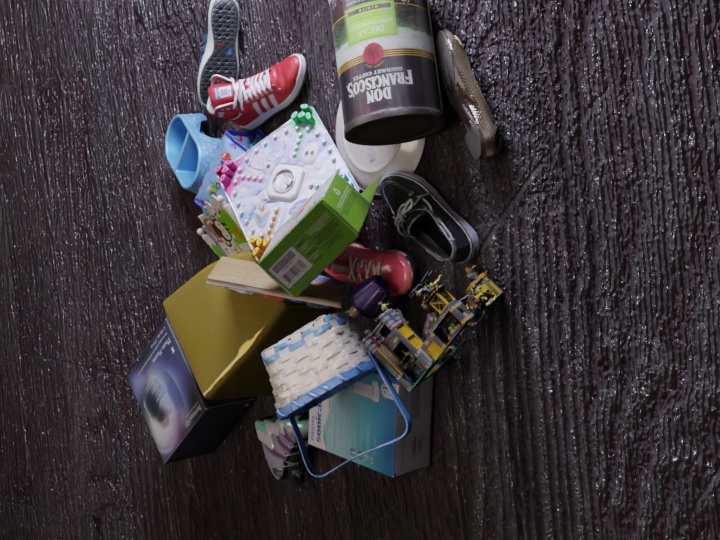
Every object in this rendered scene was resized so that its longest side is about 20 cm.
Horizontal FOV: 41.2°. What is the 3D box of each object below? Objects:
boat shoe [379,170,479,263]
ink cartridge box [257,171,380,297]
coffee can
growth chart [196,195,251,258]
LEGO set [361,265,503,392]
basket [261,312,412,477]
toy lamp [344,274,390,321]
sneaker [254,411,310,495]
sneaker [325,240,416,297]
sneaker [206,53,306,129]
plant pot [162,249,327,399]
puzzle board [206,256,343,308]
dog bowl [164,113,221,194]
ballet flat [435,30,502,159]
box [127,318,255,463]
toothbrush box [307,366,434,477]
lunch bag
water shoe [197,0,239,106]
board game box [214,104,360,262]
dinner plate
[{"bbox_3d":[0.082,-0.076,1.380,0.200,0.067,0.074,49,128,30],"label":"boat shoe"},{"bbox_3d":[-0.056,-0.075,1.395,0.076,0.201,0.148,40,119,-13],"label":"ink cartridge box"},{"bbox_3d":[0.036,-0.293,1.348,0.145,0.145,0.204,-15,79,46],"label":"coffee can"},{"bbox_3d":[-0.228,-0.057,1.666,0.145,0.018,0.200,48,155,-4],"label":"growth chart"},{"bbox_3d":[0.092,0.060,1.327,0.116,0.153,0.201,44,133,14],"label":"LEGO set"},{"bbox_3d":[-0.035,0.171,1.357,0.174,0.139,0.203,-27,78,20],"label":"basket"},{"bbox_3d":[-0.030,0.086,1.439,0.200,0.058,0.059,-46,61,24],"label":"toy lamp"},{"bbox_3d":[-0.106,0.310,1.617,0.199,0.077,0.143,-23,81,63],"label":"sneaker"},{"bbox_3d":[0.000,0.000,1.466,0.198,0.086,0.075,15,106,45],"label":"sneaker"},{"bbox_3d":[-0.182,-0.307,1.609,0.199,0.111,0.072,-33,57,43],"label":"sneaker"},{"bbox_3d":[-0.171,0.073,1.590,0.200,0.194,0.196,-44,63,27],"label":"plant pot"},{"bbox_3d":[-0.123,0.019,1.438,0.151,0.196,0.018,-90,11,-78],"label":"puzzle board"},{"bbox_3d":[-0.311,-0.218,1.778,0.201,0.049,0.113,55,129,44],"label":"dog bowl"},{"bbox_3d":[0.150,-0.244,1.319,0.068,0.046,0.203,105,149,-65],"label":"ballet flat"},{"bbox_3d":[-0.323,0.221,1.809,0.201,0.122,0.200,-51,60,37],"label":"box"},{"bbox_3d":[0.013,0.214,1.473,0.198,0.084,0.150,9,99,45],"label":"toothbrush box"},{"bbox_3d":[-0.173,-0.123,1.651,0.200,0.093,0.152,45,122,23],"label":"lunch bag"},{"bbox_3d":[-0.253,-0.397,1.730,0.079,0.070,0.203,-120,40,-62],"label":"water shoe"},{"bbox_3d":[-0.123,-0.145,1.538,0.198,0.026,0.202,-34,59,8],"label":"board game box"},{"bbox_3d":[0.022,-0.217,1.469,0.198,0.024,0.204,7,100,47],"label":"dinner plate"}]
